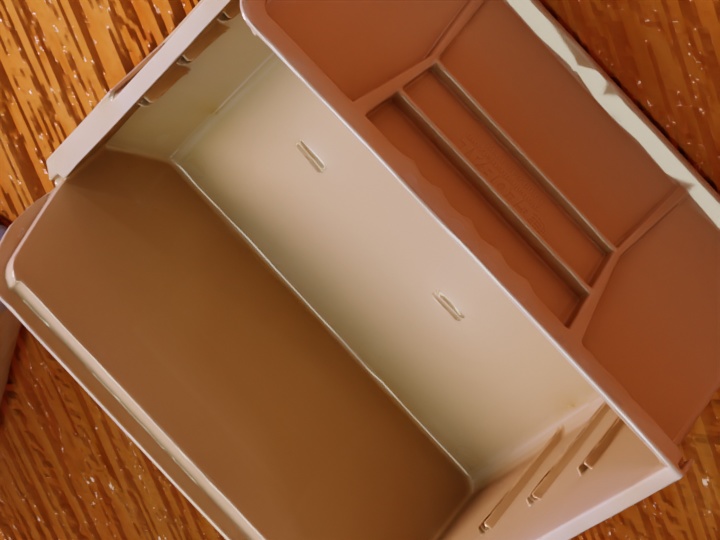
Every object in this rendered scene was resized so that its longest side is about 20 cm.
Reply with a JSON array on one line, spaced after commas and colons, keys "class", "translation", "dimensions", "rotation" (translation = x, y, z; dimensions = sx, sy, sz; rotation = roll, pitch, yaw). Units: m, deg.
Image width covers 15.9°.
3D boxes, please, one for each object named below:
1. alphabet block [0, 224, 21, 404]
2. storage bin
[{"class": "alphabet block", "translation": [-0.273, 0.050, 1.044], "dimensions": [0.196, 0.195, 0.200], "rotation": [37, 143, 11]}, {"class": "storage bin", "translation": [0.000, 0.000, 0.832], "dimensions": [0.199, 0.094, 0.200], "rotation": [46, 142, -4]}]
